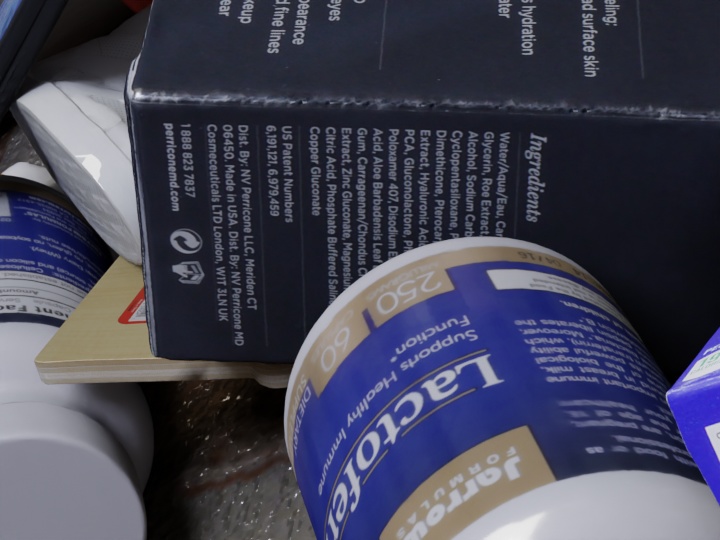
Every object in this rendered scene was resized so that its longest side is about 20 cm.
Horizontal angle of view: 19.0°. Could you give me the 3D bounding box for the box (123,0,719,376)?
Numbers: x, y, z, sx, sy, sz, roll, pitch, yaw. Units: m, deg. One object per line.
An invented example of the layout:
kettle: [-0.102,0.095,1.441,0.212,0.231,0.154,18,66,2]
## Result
box: [0.031,-0.070,0.757,0.199,0.118,0.197,2,40,3]

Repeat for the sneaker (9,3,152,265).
sneaker: [-0.079,-0.073,0.885,0.115,0.074,0.200,-31,25,-8]

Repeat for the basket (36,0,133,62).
basket: [-0.202,-0.165,1.199,0.200,0.136,0.180,-34,-14,-5]

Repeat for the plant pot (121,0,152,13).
plant pot: [-0.089,-0.261,1.074,0.200,0.176,0.200,-46,18,59]

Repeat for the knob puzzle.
knob puzzle: [0.000,0.000,0.831,0.218,0.031,0.220,-11,24,5]

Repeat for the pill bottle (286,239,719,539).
pill bottle: [0.052,0.084,0.602,0.116,0.116,0.200,-36,31,6]

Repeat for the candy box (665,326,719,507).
candy box: [0.189,0.002,0.537,0.168,0.077,0.200,-22,6,29]

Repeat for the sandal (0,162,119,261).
sandal: [-0.134,-0.021,1.004,0.206,0.079,0.059,-33,29,-4]

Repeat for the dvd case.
dvd case: [-0.135,-0.142,0.912,0.143,0.017,0.201,-52,23,41]

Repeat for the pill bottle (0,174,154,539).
pill bottle: [-0.145,0.053,0.874,0.115,0.116,0.200,-35,31,8]
